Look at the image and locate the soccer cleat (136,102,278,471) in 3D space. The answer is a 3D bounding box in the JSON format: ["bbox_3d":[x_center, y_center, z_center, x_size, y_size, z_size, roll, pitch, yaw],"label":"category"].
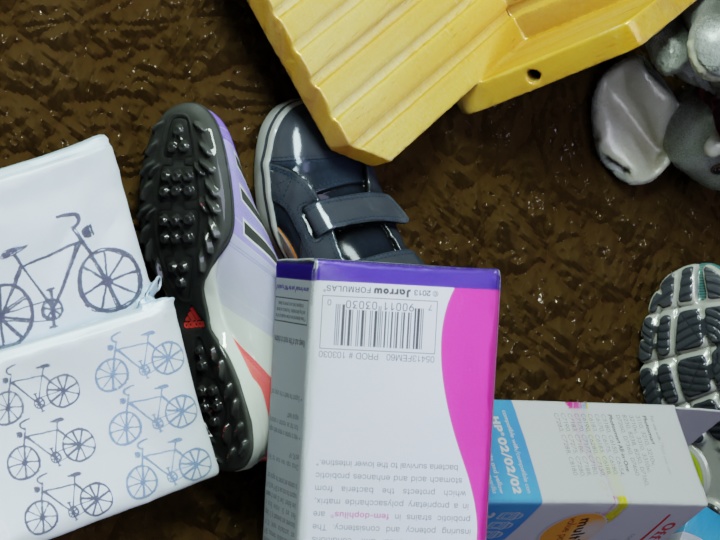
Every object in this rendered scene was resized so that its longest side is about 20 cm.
[{"bbox_3d":[-0.068,0.005,1.606,0.073,0.068,0.200,-17,100,-45],"label":"soccer cleat"}]

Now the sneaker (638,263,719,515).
[{"bbox_3d":[0.227,0.086,1.810,0.080,0.077,0.200,-36,114,-51],"label":"sneaker"}]

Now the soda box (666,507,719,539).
[{"bbox_3d":[0.163,0.235,1.748,0.064,0.068,0.200,32,71,-29],"label":"soda box"}]

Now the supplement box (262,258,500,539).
[{"bbox_3d":[0.008,0.096,1.545,0.101,0.103,0.200,4,89,-13],"label":"supplement box"}]

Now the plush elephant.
[{"bbox_3d":[0.231,-0.105,1.769,0.165,0.200,0.155,-7,115,-22],"label":"plush elephant"}]

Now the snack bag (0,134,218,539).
[{"bbox_3d":[-0.179,0.042,1.539,0.188,0.021,0.200,-18,98,-27],"label":"snack bag"}]

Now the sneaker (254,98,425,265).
[{"bbox_3d":[0.000,0.000,1.642,0.078,0.079,0.200,-15,95,-33],"label":"sneaker"}]

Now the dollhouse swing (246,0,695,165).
[{"bbox_3d":[0.057,-0.182,1.631,0.200,0.182,0.176,61,32,-14],"label":"dollhouse swing"}]

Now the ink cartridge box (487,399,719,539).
[{"bbox_3d":[0.112,0.130,1.681,0.200,0.115,0.068,3,57,-34],"label":"ink cartridge box"}]
